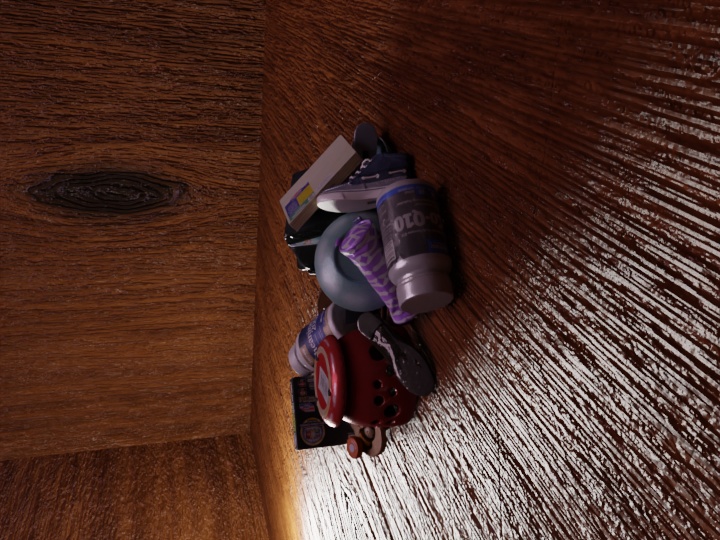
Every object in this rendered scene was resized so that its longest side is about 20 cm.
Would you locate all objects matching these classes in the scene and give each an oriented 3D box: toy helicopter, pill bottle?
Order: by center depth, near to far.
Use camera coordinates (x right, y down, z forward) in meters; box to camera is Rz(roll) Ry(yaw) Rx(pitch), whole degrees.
[{"bbox_3d":[0.094,-0.040,1.021,0.114,0.110,0.207,123,141,-60],"label":"pill bottle"},{"bbox_3d":[0.013,0.314,1.357,0.132,0.077,0.206,-42,57,45],"label":"toy helicopter"},{"bbox_3d":[-0.082,0.164,1.388,0.199,0.109,0.114,-41,49,36],"label":"pill bottle"}]

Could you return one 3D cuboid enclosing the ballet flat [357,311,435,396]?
[{"bbox_3d":[0.069,0.154,1.131,0.200,0.046,0.068,44,99,23],"label":"ballet flat"}]

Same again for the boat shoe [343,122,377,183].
[{"bbox_3d":[-0.005,-0.208,1.303,0.086,0.072,0.210,150,123,-77],"label":"boat shoe"}]

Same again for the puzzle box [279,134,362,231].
[{"bbox_3d":[-0.086,-0.185,1.250,0.200,0.025,0.134,-45,31,8],"label":"puzzle box"}]

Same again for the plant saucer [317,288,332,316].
[{"bbox_3d":[-0.077,0.118,1.516,0.199,0.033,0.209,179,90,-72],"label":"plant saucer"}]

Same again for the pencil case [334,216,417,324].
[{"bbox_3d":[0.038,0.005,1.092,0.084,0.202,0.085,-28,21,28],"label":"pencil case"}]

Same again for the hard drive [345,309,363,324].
[{"bbox_3d":[0.000,0.000,1.289,0.135,0.041,0.208,-54,-32,-69],"label":"hard drive"}]

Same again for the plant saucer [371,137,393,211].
[{"bbox_3d":[0.043,-0.185,1.312,0.199,0.026,0.208,179,90,-73],"label":"plant saucer"}]

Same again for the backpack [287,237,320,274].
[{"bbox_3d":[-0.076,-0.110,1.410,0.203,0.171,0.154,-71,-30,-51],"label":"backpack"}]

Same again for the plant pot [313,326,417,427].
[{"bbox_3d":[0.004,0.216,1.227,0.200,0.176,0.209,-179,90,-71],"label":"plant pot"}]

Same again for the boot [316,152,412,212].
[{"bbox_3d":[0.009,-0.174,1.179,0.073,0.192,0.094,66,-160,-73],"label":"boot"}]

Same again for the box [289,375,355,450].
[{"bbox_3d":[-0.065,0.329,1.417,0.044,0.193,0.166,137,130,-68],"label":"box"}]

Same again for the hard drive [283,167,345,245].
[{"bbox_3d":[-0.096,-0.155,1.322,0.033,0.135,0.205,58,-156,-44],"label":"hard drive"}]

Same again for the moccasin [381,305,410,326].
[{"bbox_3d":[0.053,0.012,1.211,0.074,0.075,0.209,139,128,-67],"label":"moccasin"}]

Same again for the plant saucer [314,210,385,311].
[{"bbox_3d":[0.002,-0.026,1.169,0.039,0.193,0.209,67,-165,-74],"label":"plant saucer"}]
